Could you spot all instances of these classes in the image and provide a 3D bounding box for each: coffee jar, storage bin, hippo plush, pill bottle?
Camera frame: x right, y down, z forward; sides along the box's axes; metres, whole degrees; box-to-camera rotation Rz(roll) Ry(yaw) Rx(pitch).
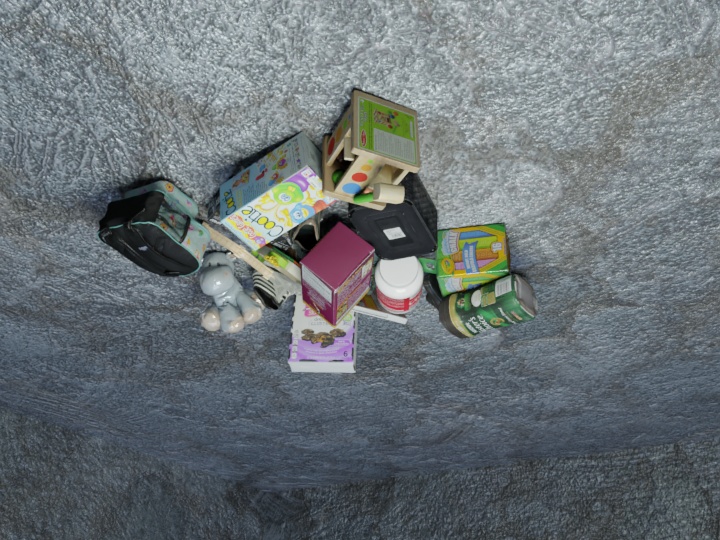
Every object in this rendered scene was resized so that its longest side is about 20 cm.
[{"bbox_3d":[0.268,0.081,1.434,0.199,0.086,0.104,-22,140,37],"label":"coffee jar"},{"bbox_3d":[0.069,-0.114,1.359,0.134,0.095,0.200,-10,146,21],"label":"storage bin"},{"bbox_3d":[-0.311,0.033,1.612,0.157,0.201,0.162,-4,126,0],"label":"hippo plush"},{"bbox_3d":[0.088,0.022,1.534,0.111,0.114,0.200,1,162,4],"label":"pill bottle"}]

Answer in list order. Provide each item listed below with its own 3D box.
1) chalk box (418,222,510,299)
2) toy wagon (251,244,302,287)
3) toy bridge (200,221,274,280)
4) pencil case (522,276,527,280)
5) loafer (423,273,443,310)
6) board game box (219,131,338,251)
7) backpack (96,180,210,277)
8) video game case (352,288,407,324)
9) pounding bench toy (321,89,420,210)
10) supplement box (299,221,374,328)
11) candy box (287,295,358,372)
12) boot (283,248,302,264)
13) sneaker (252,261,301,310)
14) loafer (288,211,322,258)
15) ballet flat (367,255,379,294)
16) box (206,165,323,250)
[{"bbox_3d":[0.230,-0.011,1.488,0.197,0.125,0.125,-7,148,16],"label":"chalk box"},{"bbox_3d":[-0.173,-0.011,1.514,0.154,0.040,0.200,33,172,10],"label":"toy wagon"},{"bbox_3d":[-0.273,-0.042,1.494,0.199,0.027,0.067,36,170,-16],"label":"toy bridge"},{"bbox_3d":[0.304,0.044,1.610,0.197,0.092,0.083,8,149,-10],"label":"pencil case"},{"bbox_3d":[0.195,0.068,1.682,0.072,0.074,0.200,-9,147,29],"label":"loafer"},{"bbox_3d":[-0.154,-0.145,1.255,0.199,0.106,0.103,-29,135,18],"label":"board game box"},{"bbox_3d":[-0.416,-0.080,1.400,0.174,0.155,0.200,-12,137,28],"label":"backpack"},{"bbox_3d":[0.008,0.069,1.648,0.198,0.143,0.018,16,111,-20],"label":"video game case"},{"bbox_3d":[0.012,-0.168,1.159,0.123,0.202,0.156,13,148,-22],"label":"pounding bench toy"},{"bbox_3d":[-0.051,0.014,1.432,0.103,0.131,0.201,38,157,15],"label":"supplement box"},{"bbox_3d":[-0.092,0.155,1.724,0.165,0.202,0.072,-1,149,5],"label":"candy box"},{"bbox_3d":[-0.096,-0.018,1.586,0.199,0.074,0.075,29,168,-41],"label":"boot"},{"bbox_3d":[-0.184,0.057,1.649,0.199,0.117,0.075,24,144,-32],"label":"sneaker"},{"bbox_3d":[-0.114,-0.072,1.379,0.071,0.064,0.201,4,150,-5],"label":"loafer"},{"bbox_3d":[0.000,0.000,1.575,0.073,0.075,0.201,4,143,-2],"label":"ballet flat"},{"bbox_3d":[-0.199,-0.125,1.407,0.198,0.050,0.157,21,145,-28],"label":"box"}]
